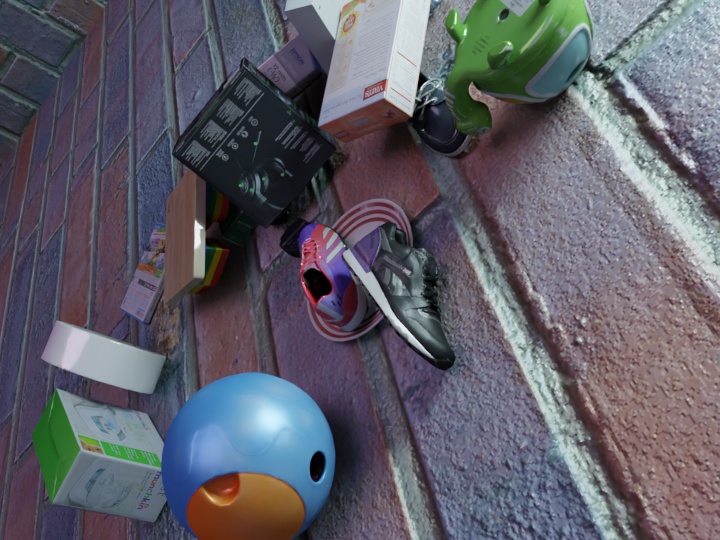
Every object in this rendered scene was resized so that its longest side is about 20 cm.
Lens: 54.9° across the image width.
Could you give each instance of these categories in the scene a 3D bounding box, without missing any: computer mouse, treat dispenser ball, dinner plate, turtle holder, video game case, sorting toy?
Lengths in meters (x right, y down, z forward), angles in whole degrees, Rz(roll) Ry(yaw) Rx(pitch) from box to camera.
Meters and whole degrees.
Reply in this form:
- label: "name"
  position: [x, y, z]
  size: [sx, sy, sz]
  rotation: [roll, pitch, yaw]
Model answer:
- label: "computer mouse"
  position: [-0.108, -0.062, 1.090]
  size: [0.059, 0.034, 0.200]
  rotation: [-46, 31, -2]
- label: "treat dispenser ball"
  position: [-0.129, 0.221, 0.806]
  size: [0.200, 0.200, 0.203]
  rotation: [-27, 51, 38]
- label: "dinner plate"
  position: [0.000, 0.000, 0.928]
  size: [0.199, 0.024, 0.202]
  rotation: [-28, 50, 39]
- label: "turtle holder"
  position: [0.178, -0.240, 0.769]
  size: [0.140, 0.131, 0.187]
  rotation: [20, 86, 51]
- label: "video game case"
  position: [-0.432, 0.002, 1.439]
  size: [0.143, 0.018, 0.202]
  rotation: [14, 81, 53]
- label: "sorting toy"
  position: [-0.281, -0.057, 1.198]
  size: [0.198, 0.069, 0.202]
  rotation: [-28, 61, 57]

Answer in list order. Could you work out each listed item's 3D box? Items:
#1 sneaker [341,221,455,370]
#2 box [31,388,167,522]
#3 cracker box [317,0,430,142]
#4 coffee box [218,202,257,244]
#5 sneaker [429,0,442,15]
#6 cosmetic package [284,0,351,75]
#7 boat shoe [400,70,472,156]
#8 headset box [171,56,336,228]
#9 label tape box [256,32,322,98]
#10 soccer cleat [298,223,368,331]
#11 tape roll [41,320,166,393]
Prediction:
- label: "sneaker"
  position: [0.059, 0.019, 0.796]
  size: [0.087, 0.076, 0.200]
  rotation: [-41, 57, 6]
- label: "box"
  position: [-0.412, 0.298, 1.115]
  size: [0.200, 0.176, 0.097]
  rotation: [32, 93, 53]
- label: "cracker box"
  position: [0.020, -0.287, 0.938]
  size: [0.133, 0.057, 0.202]
  rotation: [-9, 64, 47]
- label: "coffee box"
  position: [-0.182, -0.158, 1.215]
  size: [0.200, 0.044, 0.123]
  rotation: [-49, 40, 19]
- label: "sneaker"
  position: [0.072, -0.397, 1.031]
  size: [0.086, 0.077, 0.201]
  rotation: [33, 95, 49]
- label: "cosmetic package"
  position: [-0.036, -0.382, 1.045]
  size: [0.051, 0.200, 0.152]
  rotation: [-6, 63, 24]
- label: "boat shoe"
  position: [0.086, -0.222, 0.922]
  size: [0.075, 0.062, 0.201]
  rotation: [-45, 41, 22]
- label: "headset box"
  position: [-0.157, -0.192, 1.077]
  size: [0.174, 0.200, 0.093]
  rotation: [-47, 22, 14]
- label: "label tape box"
  position: [-0.113, -0.332, 1.157]
  size: [0.199, 0.066, 0.143]
  rotation: [-36, 9, 9]
- label: "soccer cleat"
  position: [-0.053, -0.005, 0.915]
  size: [0.068, 0.073, 0.201]
  rotation: [-47, 41, 20]
- label: "tape roll"
  position: [-0.450, 0.154, 1.226]
  size: [0.202, 0.202, 0.071]
  rotation: [5, 73, 50]
